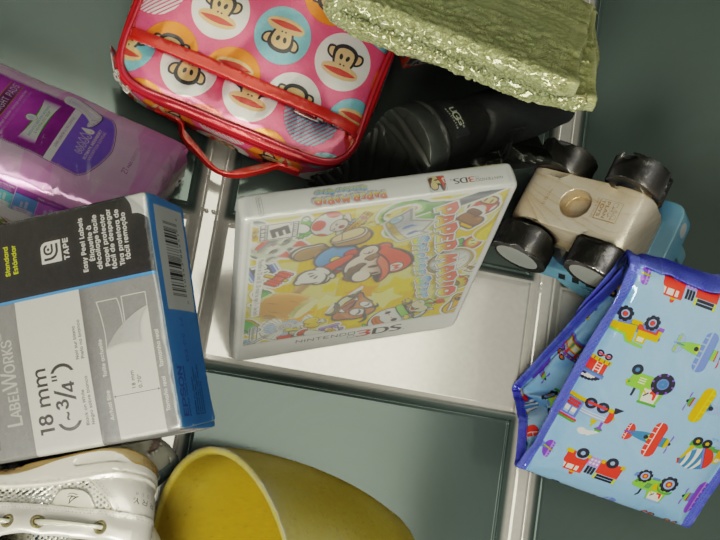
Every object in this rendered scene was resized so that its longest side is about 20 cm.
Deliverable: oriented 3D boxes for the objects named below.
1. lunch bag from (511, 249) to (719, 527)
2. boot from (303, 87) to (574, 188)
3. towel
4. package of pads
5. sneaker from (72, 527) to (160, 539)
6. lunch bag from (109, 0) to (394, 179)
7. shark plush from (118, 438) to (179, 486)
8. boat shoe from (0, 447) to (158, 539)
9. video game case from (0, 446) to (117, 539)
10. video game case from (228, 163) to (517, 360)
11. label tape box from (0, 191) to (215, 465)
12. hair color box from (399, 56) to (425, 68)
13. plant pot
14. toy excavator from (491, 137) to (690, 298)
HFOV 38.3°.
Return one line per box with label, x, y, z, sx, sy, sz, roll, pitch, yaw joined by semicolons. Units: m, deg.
lunch bag;0.223;0.076;0.764;0.150;0.201;0.094;20;36;-9
boot;0.056;-0.071;0.785;0.168;0.200;0.077;-18;73;-39
towel;0.079;-0.182;0.747;0.199;0.037;0.149;20;40;-1
package of pads;-0.230;-0.076;0.728;0.199;0.076;0.121;24;35;-9
sneaker;-0.168;0.259;0.662;0.073;0.118;0.202;8;104;-5
lunch bag;-0.083;-0.158;0.796;0.199;0.082;0.177;21;82;-7
shark plush;-0.213;0.190;0.722;0.200;0.091;0.083;-57;137;-20
boat shoe;-0.218;0.161;0.618;0.199;0.071;0.070;-15;54;8
video game case;-0.262;0.129;0.700;0.182;0.022;0.201;21;76;22
video game case;0.000;0.000;0.732;0.181;0.200;0.023;-8;61;-14
label tape box;-0.203;0.045;0.649;0.199;0.063;0.145;-12;83;10
hair color box;0.066;-0.279;0.849;0.110;0.064;0.201;-13;84;-13
plant pot;-0.040;0.219;0.711;0.141;0.200;0.201;4;81;-37
toy excavator;0.229;-0.002;0.835;0.194;0.200;0.100;19;75;36
